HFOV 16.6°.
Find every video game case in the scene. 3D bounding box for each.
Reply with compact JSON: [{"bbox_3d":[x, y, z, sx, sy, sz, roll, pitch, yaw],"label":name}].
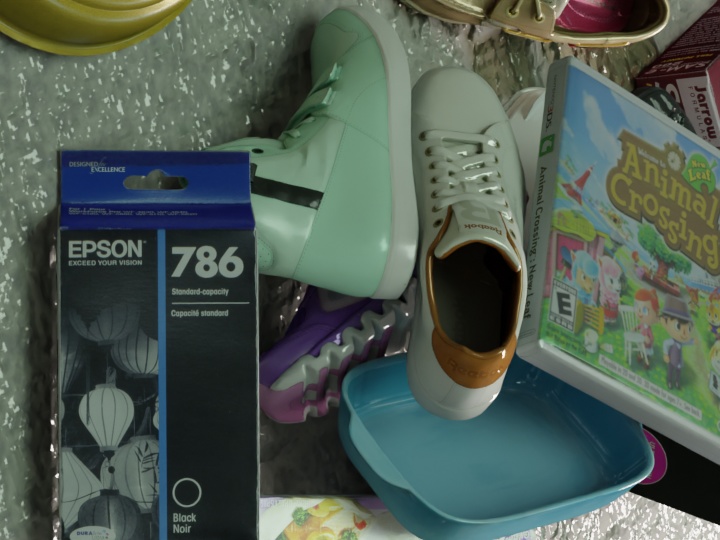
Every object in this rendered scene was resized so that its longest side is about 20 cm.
[{"bbox_3d":[0.171,0.001,1.370,0.200,0.022,0.182,28,57,-33],"label":"video game case"}]

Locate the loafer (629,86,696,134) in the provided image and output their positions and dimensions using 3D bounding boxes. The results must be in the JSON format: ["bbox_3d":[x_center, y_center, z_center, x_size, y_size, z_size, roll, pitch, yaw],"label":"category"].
[{"bbox_3d":[0.194,-0.028,1.624,0.068,0.070,0.201,-34,120,-31],"label":"loafer"}]

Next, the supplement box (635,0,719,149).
[{"bbox_3d":[0.274,-0.130,1.747,0.200,0.061,0.109,-42,119,-48],"label":"supplement box"}]

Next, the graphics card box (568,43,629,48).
[{"bbox_3d":[0.143,-0.259,1.588,0.126,0.051,0.200,-55,130,-39],"label":"graphics card box"}]

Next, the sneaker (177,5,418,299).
[{"bbox_3d":[-0.037,-0.076,1.312,0.118,0.074,0.201,9,45,-16],"label":"sneaker"}]

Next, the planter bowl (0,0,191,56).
[{"bbox_3d":[-0.112,-0.203,1.176,0.200,0.083,0.201,-5,97,-41],"label":"planter bowl"}]

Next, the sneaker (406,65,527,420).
[{"bbox_3d":[0.061,-0.028,1.296,0.073,0.085,0.200,3,66,-12],"label":"sneaker"}]

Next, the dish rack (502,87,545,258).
[{"bbox_3d":[0.144,-0.031,1.459,0.172,0.200,0.044,-50,162,-40],"label":"dish rack"}]

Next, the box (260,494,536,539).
[{"bbox_3d":[0.002,0.139,1.315,0.200,0.041,0.039,4,85,-31],"label":"box"}]

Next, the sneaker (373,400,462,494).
[{"bbox_3d":[0.042,0.164,1.402,0.082,0.074,0.200,-38,115,-43],"label":"sneaker"}]

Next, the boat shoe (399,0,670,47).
[{"bbox_3d":[0.105,-0.176,1.483,0.200,0.069,0.074,5,98,-37],"label":"boat shoe"}]

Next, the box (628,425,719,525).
[{"bbox_3d":[0.232,0.064,1.525,0.124,0.200,0.149,-49,150,-44],"label":"box"}]

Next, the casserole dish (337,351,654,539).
[{"bbox_3d":[0.069,0.095,1.336,0.200,0.121,0.039,-9,138,-41],"label":"casserole dish"}]

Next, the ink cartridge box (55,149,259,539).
[{"bbox_3d":[-0.099,0.038,1.202,0.039,0.099,0.200,143,-55,-82],"label":"ink cartridge box"}]

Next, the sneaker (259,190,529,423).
[{"bbox_3d":[0.000,0.000,1.361,0.088,0.081,0.200,42,64,11],"label":"sneaker"}]
